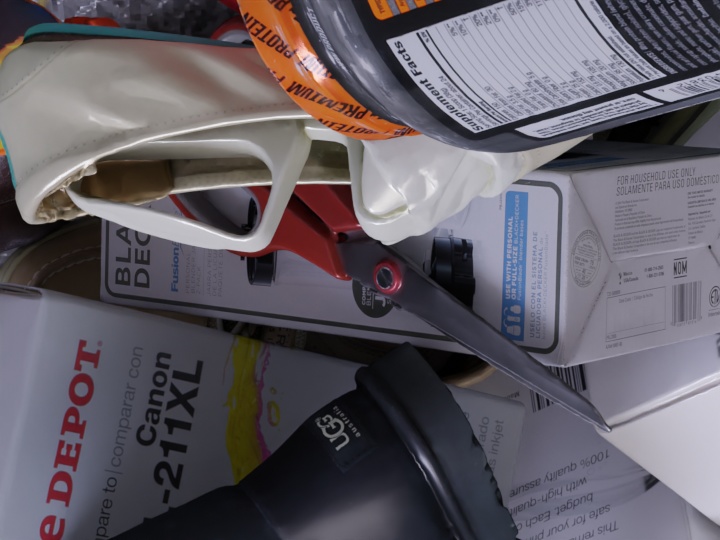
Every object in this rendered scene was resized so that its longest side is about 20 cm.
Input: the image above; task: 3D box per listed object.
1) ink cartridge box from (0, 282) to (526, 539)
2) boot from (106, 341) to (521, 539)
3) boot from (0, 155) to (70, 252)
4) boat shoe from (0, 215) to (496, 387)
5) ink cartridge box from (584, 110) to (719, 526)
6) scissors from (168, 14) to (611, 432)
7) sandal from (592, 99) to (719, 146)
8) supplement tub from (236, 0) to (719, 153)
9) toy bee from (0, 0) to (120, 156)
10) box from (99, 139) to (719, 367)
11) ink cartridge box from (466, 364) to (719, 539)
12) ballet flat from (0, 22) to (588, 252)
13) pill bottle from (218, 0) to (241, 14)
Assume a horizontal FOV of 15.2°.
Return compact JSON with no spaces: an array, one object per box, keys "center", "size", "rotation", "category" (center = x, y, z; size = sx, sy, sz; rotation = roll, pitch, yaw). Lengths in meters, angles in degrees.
[{"center":[-0.056,0.095,0.949],"size":[0.199,0.147,0.083],"rotation":[14,175,-31],"category":"ink cartridge box"},{"center":[-0.021,0.132,0.883],"size":[0.168,0.076,0.201],"rotation":[-31,133,-6],"category":"boot"},{"center":[-0.212,-0.038,0.955],"size":[0.199,0.065,0.186],"rotation":[-14,157,14],"category":"boot"},{"center":[-0.041,0.019,1.039],"size":[0.199,0.065,0.073],"rotation":[6,99,-24],"category":"boat shoe"},{"center":[0.164,0.027,1.041],"size":[0.084,0.147,0.200],"rotation":[-25,139,26],"category":"ink cartridge box"},{"center":[0.000,0.000,0.857],"size":[0.014,0.200,0.073],"rotation":[-10,143,-52],"category":"scissors"},{"center":[0.150,-0.091,0.930],"size":[0.057,0.080,0.201],"rotation":[30,130,-25],"category":"sandal"},{"center":[0.068,-0.100,0.681],"size":[0.199,0.123,0.122],"rotation":[-13,148,41],"category":"supplement tub"},{"center":[-0.139,-0.077,0.881],"size":[0.108,0.131,0.201],"rotation":[-32,131,-23],"category":"toy bee"},{"center":[0.020,-0.014,0.918],"size":[0.199,0.061,0.116],"rotation":[6,-170,40],"category":"box"},{"center":[0.081,0.103,1.083],"size":[0.146,0.201,0.084],"rotation":[-26,140,25],"category":"ink cartridge box"},{"center":[-0.012,-0.037,0.809],"size":[0.199,0.070,0.070],"rotation":[0,145,9],"category":"ballet flat"},{"center":[0.005,-0.119,0.842],"size":[0.112,0.113,0.200],"rotation":[-32,138,30],"category":"pill bottle"}]
